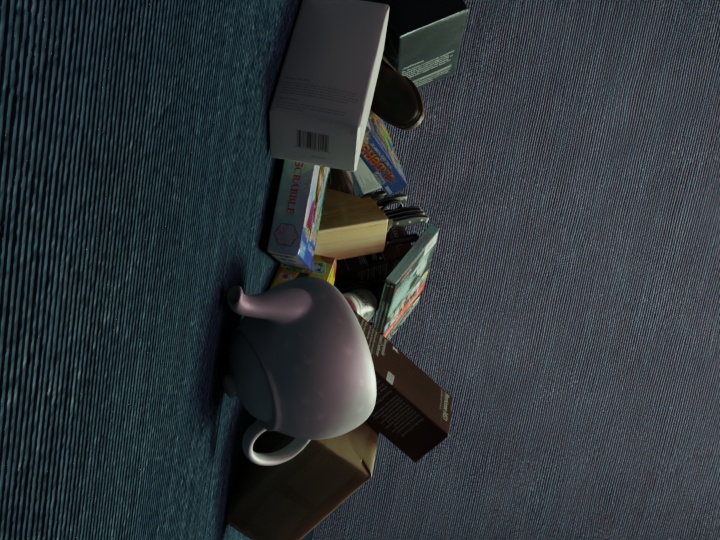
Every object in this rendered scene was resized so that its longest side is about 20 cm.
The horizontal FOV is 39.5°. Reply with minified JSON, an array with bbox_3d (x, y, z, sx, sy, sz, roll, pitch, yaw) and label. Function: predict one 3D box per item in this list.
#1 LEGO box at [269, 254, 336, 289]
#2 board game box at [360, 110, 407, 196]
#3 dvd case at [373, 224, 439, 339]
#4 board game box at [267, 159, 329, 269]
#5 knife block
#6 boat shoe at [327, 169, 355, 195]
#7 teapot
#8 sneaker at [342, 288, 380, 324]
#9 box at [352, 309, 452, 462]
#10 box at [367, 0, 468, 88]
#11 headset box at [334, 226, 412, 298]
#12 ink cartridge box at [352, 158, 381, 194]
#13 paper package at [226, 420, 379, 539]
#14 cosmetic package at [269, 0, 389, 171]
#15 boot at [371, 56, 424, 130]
[{"bbox_3d":[-0.094,0.083,1.408,0.200,0.077,0.149,-73,173,-64],"label":"LEGO box"},{"bbox_3d":[0.005,-0.213,1.473,0.135,0.034,0.200,52,13,-33],"label":"board game box"},{"bbox_3d":[0.071,0.034,1.651,0.146,0.022,0.200,-50,163,-35],"label":"dvd case"},{"bbox_3d":[-0.074,-0.109,1.319,0.200,0.041,0.200,70,30,-86],"label":"board game box"},{"bbox_3d":[0.004,-0.061,1.568,0.200,0.175,0.064,-57,158,-53],"label":"knife block"},{"bbox_3d":[-0.044,-0.128,1.657,0.076,0.072,0.200,-102,177,-65],"label":"boat shoe"},{"bbox_3d":[-0.083,0.112,1.124,0.200,0.146,0.197,69,-22,4],"label":"teapot"},{"bbox_3d":[-0.026,0.086,1.656,0.074,0.087,0.200,60,-36,14],"label":"sneaker"},{"bbox_3d":[0.032,0.159,1.382,0.075,0.200,0.100,-41,-166,23],"label":"box"},{"bbox_3d":[0.063,-0.407,1.539,0.200,0.117,0.197,92,-27,-73],"label":"box"},{"bbox_3d":[0.000,0.000,1.687,0.149,0.200,0.075,97,-26,-58],"label":"headset box"},{"bbox_3d":[-0.018,-0.247,1.694,0.200,0.044,0.174,61,11,-68],"label":"ink cartridge box"},{"bbox_3d":[-0.074,0.258,1.395,0.200,0.103,0.191,-46,-166,26],"label":"paper package"},{"bbox_3d":[-0.035,-0.225,1.179,0.085,0.107,0.200,96,6,-56],"label":"cosmetic package"},{"bbox_3d":[0.015,-0.283,1.450,0.075,0.200,0.097,-44,143,12],"label":"boot"}]
